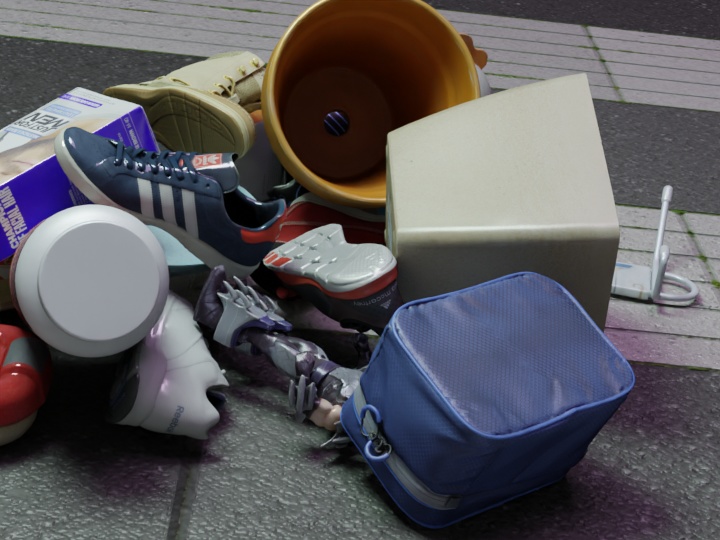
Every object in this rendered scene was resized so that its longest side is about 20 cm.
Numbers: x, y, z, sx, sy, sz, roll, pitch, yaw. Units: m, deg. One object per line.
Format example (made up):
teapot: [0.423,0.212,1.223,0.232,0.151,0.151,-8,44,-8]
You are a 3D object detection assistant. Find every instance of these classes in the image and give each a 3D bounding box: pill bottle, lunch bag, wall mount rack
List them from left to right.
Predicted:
pill bottle: [-0.206,0.008,1.169,0.113,0.113,0.200,1,0,-14]
lunch bag: [0.085,0.103,1.153,0.200,0.132,0.136,-13,53,-35]
wall mount rack: [0.249,-0.034,1.572,0.200,0.075,0.174,11,24,6]

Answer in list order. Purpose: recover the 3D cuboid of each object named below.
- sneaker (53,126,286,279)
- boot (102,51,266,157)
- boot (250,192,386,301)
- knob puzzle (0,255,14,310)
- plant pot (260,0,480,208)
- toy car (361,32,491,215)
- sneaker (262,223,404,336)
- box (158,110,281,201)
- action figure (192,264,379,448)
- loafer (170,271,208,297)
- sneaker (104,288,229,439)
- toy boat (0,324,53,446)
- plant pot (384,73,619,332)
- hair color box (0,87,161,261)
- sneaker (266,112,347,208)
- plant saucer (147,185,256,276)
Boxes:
sneaker: [-0.148,-0.075,1.255,0.200,0.085,0.075,29,31,-26]
boot: [-0.134,-0.162,1.506,0.155,0.073,0.200,-25,26,-39]
boot: [0.000,0.000,1.450,0.200,0.073,0.144,15,33,16]
knob puzzle: [-0.349,-0.020,1.391,0.219,0.030,0.220,-3,47,3]
plant pot: [-0.005,-0.153,1.494,0.200,0.201,0.183,1,-4,-12]
toy car: [0.071,-0.158,1.646,0.177,0.200,0.184,-4,26,-23]
sneaker: [-0.022,0.017,1.324,0.077,0.082,0.200,-29,21,-14]
box: [-0.153,-0.133,1.654,0.124,0.098,0.200,22,28,30]
action figure: [-0.041,0.075,1.234,0.200,0.069,0.130,33,14,20]
loafer: [-0.227,-0.025,1.440,0.200,0.070,0.070,30,25,30]
sneaker: [-0.149,0.081,1.238,0.087,0.075,0.200,26,21,-11]
toy boat: [-0.332,0.050,1.157,0.200,0.131,0.131,5,24,-5]
plant pot: [0.112,-0.031,1.339,0.177,0.200,0.200,-2,47,-1]
hair color box: [-0.280,-0.078,1.302,0.200,0.065,0.109,-36,34,-27]
sneaker: [-0.043,-0.151,1.628,0.078,0.200,0.070,20,-25,-20]
plant saucer: [-0.185,-0.041,1.373,0.201,0.039,0.201,9,30,-5]
